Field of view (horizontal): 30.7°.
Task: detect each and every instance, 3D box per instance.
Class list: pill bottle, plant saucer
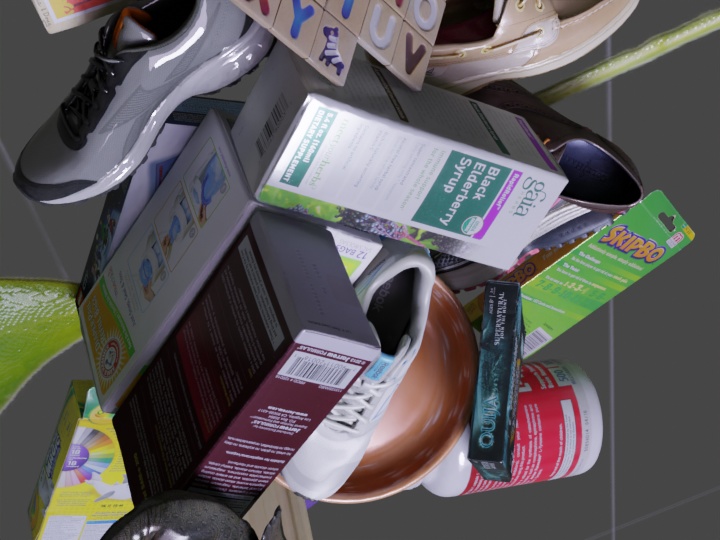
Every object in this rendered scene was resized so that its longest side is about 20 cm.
[{"bbox_3d":[0.111,0.146,1.205,0.200,0.112,0.112,-6,135,-22],"label":"pill bottle"},{"bbox_3d":[-0.007,0.080,1.020,0.200,0.037,0.200,-2,98,-13],"label":"plant saucer"}]

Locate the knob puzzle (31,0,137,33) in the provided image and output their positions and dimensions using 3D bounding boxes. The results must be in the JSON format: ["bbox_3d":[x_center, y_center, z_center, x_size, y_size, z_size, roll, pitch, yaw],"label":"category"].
[{"bbox_3d":[-0.118,-0.234,0.756,0.220,0.030,0.220,-14,138,-13],"label":"knob puzzle"}]

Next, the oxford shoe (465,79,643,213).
[{"bbox_3d":[0.115,-0.097,0.943,0.200,0.073,0.071,19,100,-10],"label":"oxford shoe"}]

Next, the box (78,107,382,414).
[{"bbox_3d":[-0.095,0.006,0.904,0.112,0.101,0.200,17,124,-37],"label":"box"}]

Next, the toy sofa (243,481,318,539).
[{"bbox_3d":[-0.089,0.252,1.190,0.098,0.083,0.200,-2,155,-22],"label":"toy sofa"}]

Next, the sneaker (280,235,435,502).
[{"bbox_3d":[-0.003,0.066,0.884,0.075,0.087,0.200,19,95,-14],"label":"sneaker"}]

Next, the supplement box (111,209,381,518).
[{"bbox_3d":[-0.078,0.073,0.823,0.061,0.109,0.200,17,125,-35],"label":"supplement box"}]

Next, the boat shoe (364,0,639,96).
[{"bbox_3d":[0.096,-0.173,0.893,0.200,0.074,0.069,-25,145,0],"label":"boat shoe"}]

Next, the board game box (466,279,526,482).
[{"bbox_3d":[0.111,0.094,1.050,0.028,0.135,0.200,5,167,9],"label":"board game box"}]

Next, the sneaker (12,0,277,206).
[{"bbox_3d":[-0.148,-0.120,0.822,0.200,0.074,0.079,-40,145,12],"label":"sneaker"}]

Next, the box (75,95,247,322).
[{"bbox_3d":[-0.118,-0.034,0.958,0.137,0.038,0.200,3,132,-29],"label":"box"}]

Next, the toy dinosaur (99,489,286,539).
[{"bbox_3d":[-0.108,0.166,0.785,0.200,0.077,0.102,31,104,-34],"label":"toy dinosaur"}]

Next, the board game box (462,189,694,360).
[{"bbox_3d":[0.194,0.002,1.162,0.200,0.030,0.096,-35,139,15],"label":"board game box"}]

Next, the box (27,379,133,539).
[{"bbox_3d":[-0.203,0.157,1.110,0.117,0.048,0.200,4,134,-29],"label":"box"}]

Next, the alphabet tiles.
[{"bbox_3d":[-0.009,-0.197,0.775,0.008,0.167,0.200,1,157,40],"label":"alphabet tiles"}]

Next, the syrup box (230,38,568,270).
[{"bbox_3d":[0.026,-0.073,0.845,0.200,0.081,0.079,15,121,-29],"label":"syrup box"}]

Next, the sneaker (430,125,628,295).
[{"bbox_3d":[0.113,-0.045,1.045,0.200,0.081,0.075,-27,106,12],"label":"sneaker"}]
